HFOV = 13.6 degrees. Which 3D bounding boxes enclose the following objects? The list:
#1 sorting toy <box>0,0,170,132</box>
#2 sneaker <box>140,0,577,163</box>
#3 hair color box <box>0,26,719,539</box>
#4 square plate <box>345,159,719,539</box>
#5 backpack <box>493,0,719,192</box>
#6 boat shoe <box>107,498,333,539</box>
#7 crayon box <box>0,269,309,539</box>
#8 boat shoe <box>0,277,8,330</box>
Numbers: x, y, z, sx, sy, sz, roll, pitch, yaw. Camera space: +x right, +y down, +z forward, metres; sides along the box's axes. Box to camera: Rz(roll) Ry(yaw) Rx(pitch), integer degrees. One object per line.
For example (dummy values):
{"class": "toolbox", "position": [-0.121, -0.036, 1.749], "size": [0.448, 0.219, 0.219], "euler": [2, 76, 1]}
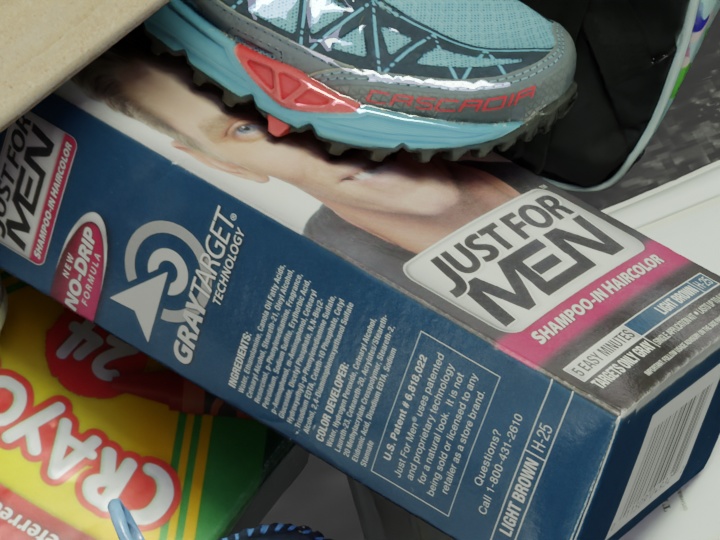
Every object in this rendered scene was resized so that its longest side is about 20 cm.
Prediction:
{"class": "sorting toy", "position": [-0.158, -0.093, 0.804], "size": [0.200, 0.036, 0.186], "euler": [-35, 72, 0]}
{"class": "sneaker", "position": [-0.026, -0.102, 0.822], "size": [0.199, 0.096, 0.079], "euler": [27, 31, 9]}
{"class": "hair color box", "position": [0.000, 0.000, 0.827], "size": [0.199, 0.061, 0.100], "euler": [29, 29, 20]}
{"class": "square plate", "position": [0.091, 0.059, 0.863], "size": [0.197, 0.028, 0.201], "euler": [-22, 58, 11]}
{"class": "backpack", "position": [0.045, -0.146, 0.924], "size": [0.177, 0.201, 0.151], "euler": [21, 42, 4]}
{"class": "boat shoe", "position": [-0.060, 0.111, 0.763], "size": [0.084, 0.069, 0.200], "euler": [19, 32, 25]}
{"class": "crayon box", "position": [-0.118, 0.084, 0.864], "size": [0.127, 0.051, 0.200], "euler": [33, 64, 9]}
{"class": "boat shoe", "position": [-0.196, -0.017, 0.860], "size": [0.199, 0.069, 0.075], "euler": [14, 54, 20]}
